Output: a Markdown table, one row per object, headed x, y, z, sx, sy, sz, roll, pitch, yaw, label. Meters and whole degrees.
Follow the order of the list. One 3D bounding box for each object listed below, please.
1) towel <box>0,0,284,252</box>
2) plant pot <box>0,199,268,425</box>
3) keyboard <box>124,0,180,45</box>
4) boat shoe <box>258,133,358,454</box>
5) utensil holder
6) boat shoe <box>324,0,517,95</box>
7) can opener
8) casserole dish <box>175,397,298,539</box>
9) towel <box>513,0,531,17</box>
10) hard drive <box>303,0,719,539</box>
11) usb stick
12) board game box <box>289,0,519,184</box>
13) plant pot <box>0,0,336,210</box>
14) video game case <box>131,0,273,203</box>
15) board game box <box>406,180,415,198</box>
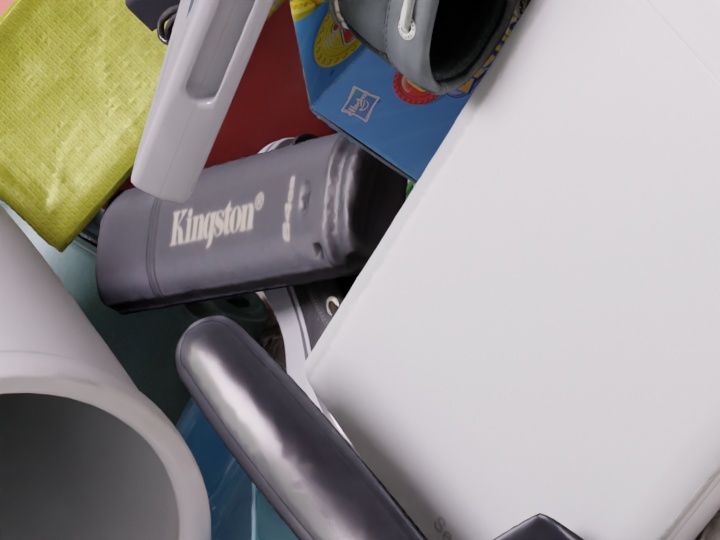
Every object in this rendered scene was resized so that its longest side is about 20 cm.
| x | y | z | sx | sy | sz | roll | pitch | yaw | label |
| --- | --- | --- | --- | --- | --- | --- | --- | --- | --- |
| -0.086 | -0.109 | 0.959 | 0.200 | 0.086 | 0.018 | -48 | -8 | 5 | towel |
| -0.151 | 0.068 | 1.095 | 0.197 | 0.200 | 0.200 | -60 | 21 | 9 | plant pot |
| -0.020 | -0.141 | 0.841 | 0.200 | 0.021 | 0.128 | -31 | 37 | 42 | keyboard |
| 0.000 | 0.000 | 0.900 | 0.066 | 0.070 | 0.200 | -53 | 26 | 26 | boat shoe |
| -0.170 | 0.063 | 0.886 | 0.200 | 0.169 | 0.171 | 46 | 118 | 50 | utensil holder |
| 0.058 | -0.132 | 0.644 | 0.200 | 0.073 | 0.062 | -51 | 56 | 29 | boat shoe |
| 0.013 | 0.086 | 0.686 | 0.079 | 0.064 | 0.200 | -39 | 55 | -13 | can opener |
| -0.051 | 0.120 | 0.897 | 0.121 | 0.039 | 0.200 | -58 | 20 | 32 | casserole dish |
| 0.075 | -0.166 | 0.694 | 0.199 | 0.034 | 0.194 | 16 | 90 | 40 | towel |
| 0.066 | 0.006 | 0.670 | 0.132 | 0.026 | 0.200 | 53 | 130 | 27 | hard drive |
| -0.046 | -0.017 | 0.894 | 0.200 | 0.032 | 0.056 | -9 | 65 | 58 | usb stick |
| 0.055 | -0.159 | 0.819 | 0.200 | 0.056 | 0.196 | -46 | 29 | 22 | board game box |
| -0.071 | -0.131 | 1.051 | 0.178 | 0.200 | 0.201 | -54 | 23 | 15 | plant pot |
| -0.020 | -0.150 | 0.726 | 0.182 | 0.024 | 0.201 | 117 | 168 | -48 | video game case |
| 0.057 | -0.021 | 0.801 | 0.126 | 0.034 | 0.201 | -58 | 23 | 34 | board game box |
